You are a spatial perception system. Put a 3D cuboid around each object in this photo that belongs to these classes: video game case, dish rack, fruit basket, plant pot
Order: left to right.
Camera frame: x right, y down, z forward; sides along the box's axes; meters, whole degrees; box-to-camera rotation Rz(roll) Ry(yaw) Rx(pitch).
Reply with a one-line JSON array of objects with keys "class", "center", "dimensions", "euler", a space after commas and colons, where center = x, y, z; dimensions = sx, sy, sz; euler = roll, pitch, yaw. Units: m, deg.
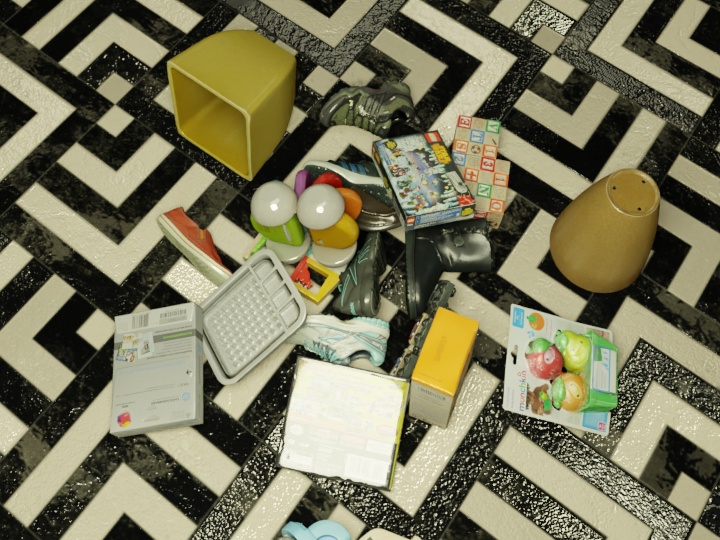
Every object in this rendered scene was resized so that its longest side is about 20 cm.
[{"class": "plant pot", "center": [-0.224, -0.340, 1.475], "dimensions": [0.192, 0.197, 0.201], "euler": [33, 62, 13]}, {"class": "dish rack", "center": [-0.186, 0.082, 1.323], "dimensions": [0.199, 0.043, 0.173], "euler": [-40, 59, 7]}, {"class": "video game case", "center": [-0.028, 0.252, 1.282], "dimensions": [0.195, 0.026, 0.185], "euler": [11, 79, 4]}, {"class": "fruit basket", "center": [0.338, 0.163, 1.300], "dimensions": [0.196, 0.094, 0.189], "euler": [18, 65, -15]}, {"class": "plant pot", "center": [0.449, -0.089, 1.372], "dimensions": [0.181, 0.201, 0.191], "euler": [0, 64, -1]}]

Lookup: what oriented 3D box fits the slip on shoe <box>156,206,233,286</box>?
[{"class": "slip on shoe", "center": [-0.290, -0.045, 1.404], "dimensions": [0.061, 0.075, 0.200], "euler": [-39, 68, -20]}]

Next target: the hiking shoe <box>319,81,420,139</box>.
[{"class": "hiking shoe", "center": [0.019, -0.308, 1.525], "dimensions": [0.196, 0.076, 0.102], "euler": [-16, 64, -9]}]

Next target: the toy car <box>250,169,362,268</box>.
[{"class": "toy car", "center": [-0.091, -0.106, 1.346], "dimensions": [0.195, 0.176, 0.153], "euler": [4, 59, 14]}]

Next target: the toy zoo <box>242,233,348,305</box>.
[{"class": "toy zoo", "center": [-0.101, -0.025, 1.425], "dimensions": [0.197, 0.021, 0.132], "euler": [30, 69, 12]}]

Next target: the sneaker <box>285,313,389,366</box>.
[{"class": "sneaker", "center": [-0.047, 0.125, 1.331], "dimensions": [0.195, 0.078, 0.088], "euler": [1, 69, -1]}]

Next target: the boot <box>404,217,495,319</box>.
[{"class": "boot", "center": [0.162, -0.008, 1.394], "dimensions": [0.164, 0.077, 0.204], "euler": [0, 60, 3]}]

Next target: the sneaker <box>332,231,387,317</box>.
[{"class": "sneaker", "center": [0.000, 0.000, 1.372], "dimensions": [0.077, 0.076, 0.202], "euler": [-7, 39, 17]}]

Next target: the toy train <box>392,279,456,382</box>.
[{"class": "toy train", "center": [0.105, 0.108, 1.328], "dimensions": [0.034, 0.046, 0.203], "euler": [26, 91, -24]}]

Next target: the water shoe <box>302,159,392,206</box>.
[{"class": "water shoe", "center": [-0.014, -0.173, 1.481], "dimensions": [0.196, 0.073, 0.079], "euler": [17, 39, 8]}]

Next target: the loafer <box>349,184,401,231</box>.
[{"class": "loafer", "center": [-0.009, -0.119, 1.415], "dimensions": [0.195, 0.073, 0.073], "euler": [9, 107, 14]}]

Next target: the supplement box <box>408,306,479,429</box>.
[{"class": "supplement box", "center": [0.133, 0.163, 1.250], "dimensions": [0.072, 0.201, 0.128], "euler": [19, 67, 11]}]

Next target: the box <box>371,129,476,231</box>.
[{"class": "box", "center": [0.112, -0.168, 1.409], "dimensions": [0.134, 0.040, 0.203], "euler": [-12, 53, -14]}]

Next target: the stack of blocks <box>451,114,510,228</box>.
[{"class": "stack of blocks", "center": [0.226, -0.192, 1.488], "dimensions": [0.112, 0.059, 0.204], "euler": [10, 66, 3]}]

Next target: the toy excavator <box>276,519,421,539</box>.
[{"class": "toy excavator", "center": [-0.021, 0.437, 1.189], "dimensions": [0.194, 0.100, 0.199], "euler": [43, 63, 14]}]

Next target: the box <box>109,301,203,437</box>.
[{"class": "box", "center": [-0.342, 0.166, 1.304], "dimensions": [0.152, 0.041, 0.204], "euler": [-11, 64, 10]}]
